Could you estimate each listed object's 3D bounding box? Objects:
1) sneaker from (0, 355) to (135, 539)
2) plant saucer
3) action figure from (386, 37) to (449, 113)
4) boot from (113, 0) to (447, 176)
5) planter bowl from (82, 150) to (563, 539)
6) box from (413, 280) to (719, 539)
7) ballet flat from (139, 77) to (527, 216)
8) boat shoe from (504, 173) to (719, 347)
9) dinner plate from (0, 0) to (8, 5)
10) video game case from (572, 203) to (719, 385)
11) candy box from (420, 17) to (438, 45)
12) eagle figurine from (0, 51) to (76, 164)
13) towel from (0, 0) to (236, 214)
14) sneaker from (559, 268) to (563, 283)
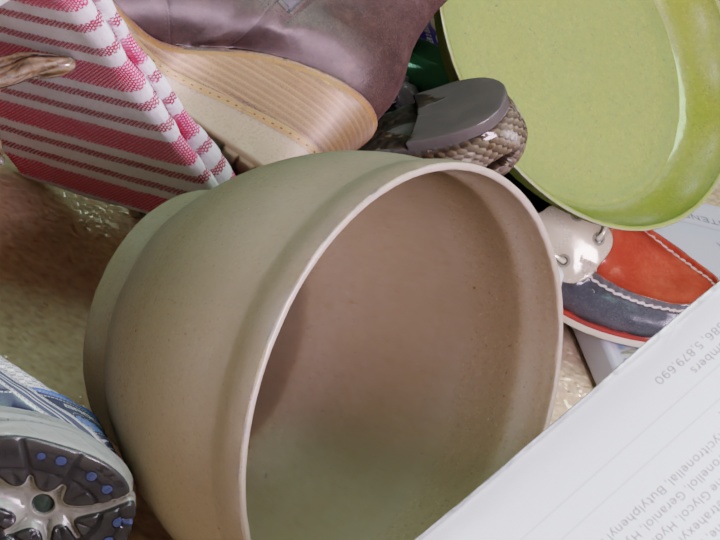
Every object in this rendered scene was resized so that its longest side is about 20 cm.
[{"bbox_3d":[-0.185,0.056,1.141,0.199,0.077,0.085,26,20,-17],"label":"sneaker"},{"bbox_3d":[0.106,-0.111,1.424,0.199,0.031,0.201,17,63,-35],"label":"plant saucer"},{"bbox_3d":[-0.017,-0.100,1.405,0.200,0.118,0.055,43,-12,-2],"label":"action figure"},{"bbox_3d":[-0.061,-0.141,1.307,0.200,0.072,0.167,38,64,-7],"label":"boot"},{"bbox_3d":[-0.029,0.039,1.189,0.134,0.201,0.200,17,20,37],"label":"planter bowl"},{"bbox_3d":[0.108,0.141,1.053,0.200,0.199,0.131,-38,67,-22],"label":"box"},{"bbox_3d":[-0.014,-0.046,1.348,0.068,0.199,0.046,-75,146,-48],"label":"ballet flat"},{"bbox_3d":[0.097,-0.026,1.452,0.199,0.063,0.071,28,37,14],"label":"boat shoe"},{"bbox_3d":[-0.220,-0.124,1.115,0.199,0.024,0.200,-2,27,1],"label":"dinner plate"},{"bbox_3d":[0.186,0.026,1.515,0.182,0.022,0.200,12,35,-26],"label":"video game case"},{"bbox_3d":[-0.061,-0.154,1.522,0.199,0.077,0.169,12,34,-25],"label":"candy box"},{"bbox_3d":[-0.218,-0.038,1.122,0.151,0.152,0.200,43,22,-8],"label":"eagle figurine"},{"bbox_3d":[-0.133,-0.088,1.253,0.146,0.200,0.030,17,66,36],"label":"towel"},{"bbox_3d":[0.000,0.000,1.335,0.199,0.089,0.075,11,45,-26],"label":"sneaker"}]
